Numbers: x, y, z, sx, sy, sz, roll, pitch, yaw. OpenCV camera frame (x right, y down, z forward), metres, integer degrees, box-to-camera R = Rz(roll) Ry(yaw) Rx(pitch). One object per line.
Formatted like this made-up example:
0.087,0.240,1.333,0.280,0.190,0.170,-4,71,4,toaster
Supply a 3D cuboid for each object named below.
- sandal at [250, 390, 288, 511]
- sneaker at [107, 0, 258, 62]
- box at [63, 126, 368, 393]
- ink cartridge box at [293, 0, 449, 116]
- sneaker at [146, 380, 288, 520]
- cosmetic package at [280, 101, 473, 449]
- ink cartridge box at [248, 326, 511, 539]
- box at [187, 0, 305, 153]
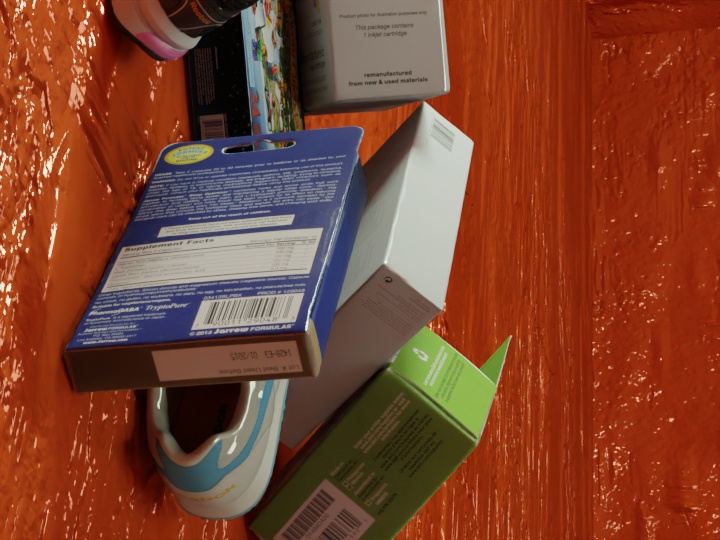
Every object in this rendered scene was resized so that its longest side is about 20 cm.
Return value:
-0.067,0.042,1.072,0.076,0.043,0.201,53,35,-68,sandal
-0.062,-0.198,0.986,0.080,0.086,0.201,44,46,-40,sneaker
-0.065,-0.010,0.922,0.200,0.120,0.033,-75,157,-55,box
-0.008,-0.209,1.207,0.145,0.083,0.201,-179,-96,-73,ink cartridge box
-0.072,0.028,0.978,0.081,0.076,0.201,72,18,-63,sneaker
0.000,0.000,1.167,0.052,0.151,0.200,38,32,-16,cosmetic package
0.018,0.104,1.193,0.076,0.148,0.200,39,20,-3,ink cartridge box
-0.073,-0.169,1.123,0.137,0.037,0.201,-21,107,-77,box
